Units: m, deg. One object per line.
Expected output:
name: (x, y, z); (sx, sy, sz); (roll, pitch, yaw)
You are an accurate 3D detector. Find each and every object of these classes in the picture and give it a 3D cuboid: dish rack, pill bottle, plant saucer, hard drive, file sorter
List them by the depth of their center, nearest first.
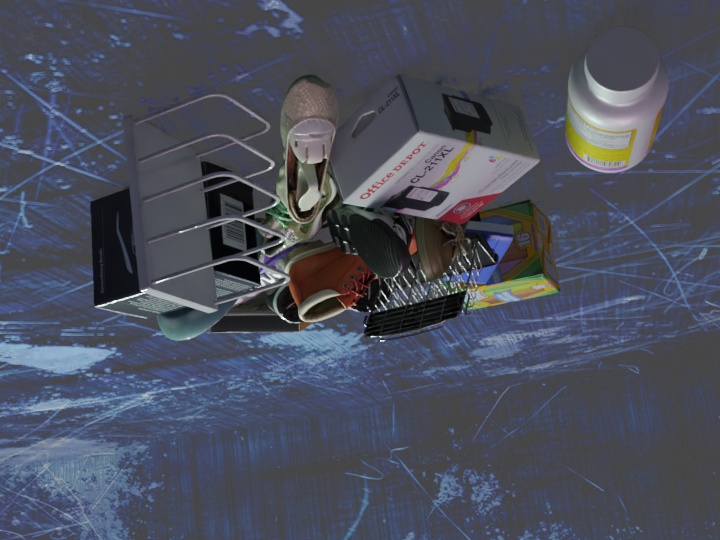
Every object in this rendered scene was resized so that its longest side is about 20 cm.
pill bottle: (0.276, -0.186, 1.183); (0.104, 0.105, 0.200); (-9, 164, 6)
file sorter: (-0.164, -0.074, 1.205); (0.124, 0.201, 0.139); (-15, 162, 21)
dish rack: (0.087, 0.029, 1.401); (0.153, 0.200, 0.055); (-16, 119, 25)
plant saucer: (-0.215, 0.002, 1.495); (0.200, 0.201, 0.027); (-19, 135, 36)
hard drive: (0.095, -0.030, 1.507); (0.199, 0.025, 0.132); (6, 149, -10)

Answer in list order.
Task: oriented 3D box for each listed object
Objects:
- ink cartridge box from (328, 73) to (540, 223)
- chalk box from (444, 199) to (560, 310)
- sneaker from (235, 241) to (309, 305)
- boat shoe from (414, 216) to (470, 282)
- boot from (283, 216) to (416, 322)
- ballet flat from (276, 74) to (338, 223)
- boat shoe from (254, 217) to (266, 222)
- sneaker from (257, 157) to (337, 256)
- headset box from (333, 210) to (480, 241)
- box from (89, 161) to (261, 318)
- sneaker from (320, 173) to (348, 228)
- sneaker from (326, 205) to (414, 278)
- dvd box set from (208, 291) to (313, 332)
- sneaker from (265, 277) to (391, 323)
ink cartridge box: (0.082, -0.134, 1.263); (0.199, 0.083, 0.146); (6, 146, -40)
chalk box: (0.194, -0.016, 1.703); (0.199, 0.124, 0.124); (-14, 163, 21)
sneaker: (-0.155, -0.011, 1.538); (0.200, 0.089, 0.080); (-31, 180, 25)
boat shoe: (0.112, -0.067, 1.393); (0.062, 0.200, 0.073); (-5, 134, 19)
boot: (0.000, 0.000, 1.418); (0.199, 0.108, 0.075); (-23, 136, 12)
ballet flat: (-0.054, -0.128, 1.212); (0.067, 0.063, 0.200); (-11, 146, -14)
boat shoe: (-0.191, -0.020, 1.629); (0.072, 0.066, 0.201); (22, 133, -22)
sneaker: (-0.087, -0.076, 1.358); (0.089, 0.077, 0.200); (-46, 165, -28)
headset box: (0.061, -0.055, 1.597); (0.199, 0.078, 0.149); (-16, 162, 22)
box: (-0.240, -0.035, 1.403); (0.199, 0.149, 0.104); (-14, 162, 29)
sneaker: (0.002, -0.101, 1.418); (0.090, 0.067, 0.200); (6, 157, -24)
sneaker: (0.031, -0.049, 1.310); (0.088, 0.074, 0.200); (-17, -158, -16)
dvd box set: (-0.130, 0.062, 1.683); (0.146, 0.030, 0.200); (-1, -171, 15)
sneaker: (-0.044, 0.026, 1.575); (0.199, 0.074, 0.079); (-8, -170, -29)
